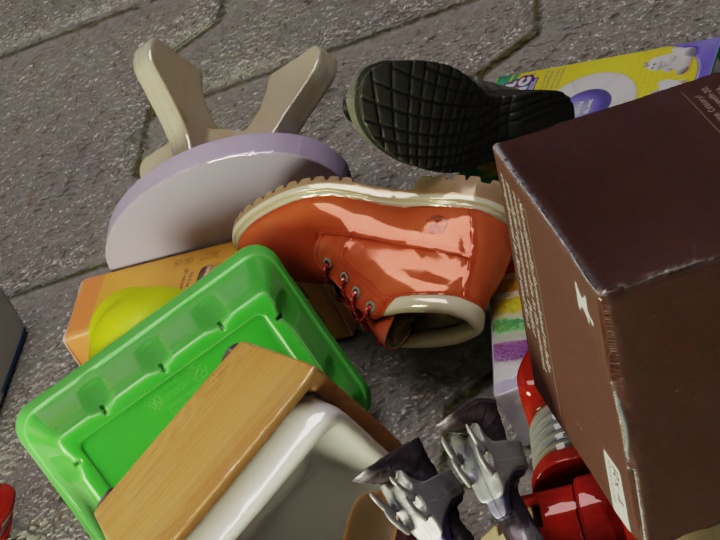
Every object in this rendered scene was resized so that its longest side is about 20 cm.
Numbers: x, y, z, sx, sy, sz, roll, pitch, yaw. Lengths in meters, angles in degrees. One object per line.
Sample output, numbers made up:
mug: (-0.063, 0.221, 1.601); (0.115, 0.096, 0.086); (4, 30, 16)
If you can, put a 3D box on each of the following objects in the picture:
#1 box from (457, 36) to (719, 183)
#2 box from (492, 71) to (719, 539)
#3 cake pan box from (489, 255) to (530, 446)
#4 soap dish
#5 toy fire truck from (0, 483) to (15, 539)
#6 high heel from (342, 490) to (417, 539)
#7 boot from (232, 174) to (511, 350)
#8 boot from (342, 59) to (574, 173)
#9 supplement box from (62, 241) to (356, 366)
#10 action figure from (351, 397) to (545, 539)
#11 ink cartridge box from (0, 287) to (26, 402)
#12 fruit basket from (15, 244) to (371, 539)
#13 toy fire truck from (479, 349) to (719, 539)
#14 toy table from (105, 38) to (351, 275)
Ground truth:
box: (0.150, -0.092, 1.907); (0.200, 0.048, 0.117); (-11, 38, 30)
box: (0.197, 0.008, 1.461); (0.200, 0.166, 0.164); (-18, 34, -9)
cake pan box: (0.178, 0.006, 1.751); (0.200, 0.052, 0.184); (-20, 36, 17)
soap dish: (-0.060, 0.129, 1.617); (0.081, 0.200, 0.157); (39, 87, 22)
toy fire truck: (-0.329, 0.155, 1.901); (0.200, 0.141, 0.049); (26, 53, 7)
high heel: (-0.003, 0.231, 1.615); (0.067, 0.096, 0.200); (15, 69, 18)
boot: (0.000, 0.000, 1.793); (0.200, 0.075, 0.107); (-2, 59, 28)
boot: (0.033, -0.100, 1.835); (0.130, 0.200, 0.068); (9, 92, 44)
supplement box: (-0.099, 0.026, 1.927); (0.200, 0.069, 0.067); (-15, 36, 24)
action figure: (0.084, 0.172, 1.502); (0.130, 0.200, 0.069); (-36, -7, 21)
ink cartridge box: (-0.359, 0.081, 2.038); (0.200, 0.084, 0.145); (-14, 36, 22)
fruit basket: (-0.112, 0.081, 1.799); (0.215, 0.156, 0.216); (-35, 6, 4)
toy fire truck: (0.118, 0.120, 1.603); (0.199, 0.129, 0.176); (-14, 35, 7)
toy table: (-0.087, -0.070, 1.958); (0.200, 0.184, 0.117); (-19, 45, 27)
